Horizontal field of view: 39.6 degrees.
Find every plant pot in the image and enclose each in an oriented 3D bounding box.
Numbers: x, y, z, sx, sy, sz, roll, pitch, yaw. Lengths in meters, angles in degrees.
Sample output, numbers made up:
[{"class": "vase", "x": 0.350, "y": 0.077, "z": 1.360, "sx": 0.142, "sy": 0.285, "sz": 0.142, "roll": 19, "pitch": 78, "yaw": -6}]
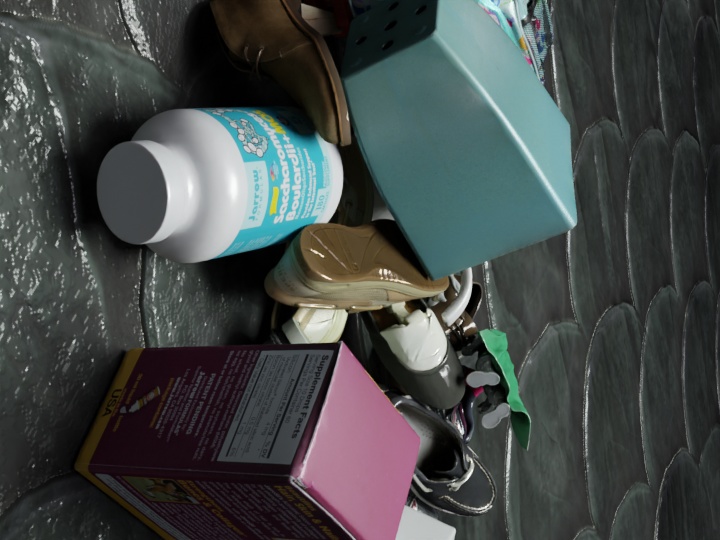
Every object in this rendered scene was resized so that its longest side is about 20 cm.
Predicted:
[{"class": "plant pot", "x": 0.073, "y": -0.127, "z": 0.836, "sx": 0.201, "sy": 0.139, "sz": 0.143, "roll": 50, "pitch": 32, "yaw": -33}]

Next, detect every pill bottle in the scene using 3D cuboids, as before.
[{"class": "pill bottle", "x": -0.106, "y": -0.068, "z": 0.765, "sx": 0.199, "sy": 0.109, "sz": 0.113, "roll": -18, "pitch": 101, "yaw": -57}]

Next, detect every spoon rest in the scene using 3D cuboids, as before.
[{"class": "spoon rest", "x": 0.046, "y": -0.043, "z": 0.978, "sx": 0.201, "sy": 0.060, "sz": 0.099, "roll": 53, "pitch": -3, "yaw": 13}]

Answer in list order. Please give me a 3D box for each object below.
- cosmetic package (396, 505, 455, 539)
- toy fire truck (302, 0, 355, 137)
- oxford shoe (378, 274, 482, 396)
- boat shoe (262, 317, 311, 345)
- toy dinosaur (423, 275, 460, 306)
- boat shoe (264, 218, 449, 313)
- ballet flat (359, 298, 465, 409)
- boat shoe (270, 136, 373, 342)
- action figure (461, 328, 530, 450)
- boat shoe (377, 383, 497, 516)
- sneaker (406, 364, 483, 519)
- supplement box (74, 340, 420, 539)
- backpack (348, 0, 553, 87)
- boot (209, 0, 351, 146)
[{"class": "cosmetic package", "x": 0.016, "y": 0.324, "z": 0.923, "sx": 0.200, "sy": 0.073, "sz": 0.103, "roll": -48, "pitch": 151, "yaw": -51}, {"class": "toy fire truck", "x": -0.039, "y": -0.242, "z": 0.952, "sx": 0.201, "sy": 0.048, "sz": 0.143, "roll": 59, "pitch": 40, "yaw": -37}, {"class": "oxford shoe", "x": 0.078, "y": 0.067, "z": 1.073, "sx": 0.201, "sy": 0.083, "sz": 0.074, "roll": -57, "pitch": 134, "yaw": -42}, {"class": "boat shoe", "x": -0.046, "y": 0.119, "z": 0.890, "sx": 0.060, "sy": 0.072, "sz": 0.202, "roll": -33, "pitch": 139, "yaw": -6}, {"class": "toy dinosaur", "x": 0.067, "y": -0.066, "z": 1.051, "sx": 0.076, "sy": 0.101, "sz": 0.205, "roll": -12, "pitch": 97, "yaw": -58}, {"class": "boat shoe", "x": 0.000, "y": 0.000, "z": 0.865, "sx": 0.198, "sy": 0.064, "sz": 0.072, "roll": 6, "pitch": 55, "yaw": -48}, {"class": "ballet flat", "x": 0.033, "y": 0.041, "z": 0.946, "sx": 0.201, "sy": 0.067, "sz": 0.069, "roll": 55, "pitch": -14, "yaw": 14}, {"class": "boat shoe", "x": -0.040, "y": -0.031, "z": 0.909, "sx": 0.063, "sy": 0.072, "sz": 0.205, "roll": 22, "pitch": 77, "yaw": -51}, {"class": "action figure", "x": 0.136, "y": 0.104, "z": 1.025, "sx": 0.200, "sy": 0.054, "sz": 0.120, "roll": -38, "pitch": 110, "yaw": -79}, {"class": "boat shoe", "x": 0.076, "y": 0.183, "z": 0.987, "sx": 0.200, "sy": 0.060, "sz": 0.074, "roll": 48, "pitch": 70, "yaw": -24}, {"class": "sneaker", "x": 0.078, "y": 0.190, "z": 1.065, "sx": 0.081, "sy": 0.073, "sz": 0.204, "roll": 42, "pitch": 53, "yaw": -47}, {"class": "supplement box", "x": -0.078, "y": 0.128, "z": 0.704, "sx": 0.132, "sy": 0.197, "sz": 0.105, "roll": 54, "pitch": 44, "yaw": -40}, {"class": "backpack", "x": 0.080, "y": -0.237, "z": 0.931, "sx": 0.202, "sy": 0.174, "sz": 0.152, "roll": 66, "pitch": 33, "yaw": -42}, {"class": "boot", "x": -0.065, "y": -0.164, "z": 0.807, "sx": 0.074, "sy": 0.074, "sz": 0.202, "roll": 89, "pitch": -23, "yaw": -50}]
